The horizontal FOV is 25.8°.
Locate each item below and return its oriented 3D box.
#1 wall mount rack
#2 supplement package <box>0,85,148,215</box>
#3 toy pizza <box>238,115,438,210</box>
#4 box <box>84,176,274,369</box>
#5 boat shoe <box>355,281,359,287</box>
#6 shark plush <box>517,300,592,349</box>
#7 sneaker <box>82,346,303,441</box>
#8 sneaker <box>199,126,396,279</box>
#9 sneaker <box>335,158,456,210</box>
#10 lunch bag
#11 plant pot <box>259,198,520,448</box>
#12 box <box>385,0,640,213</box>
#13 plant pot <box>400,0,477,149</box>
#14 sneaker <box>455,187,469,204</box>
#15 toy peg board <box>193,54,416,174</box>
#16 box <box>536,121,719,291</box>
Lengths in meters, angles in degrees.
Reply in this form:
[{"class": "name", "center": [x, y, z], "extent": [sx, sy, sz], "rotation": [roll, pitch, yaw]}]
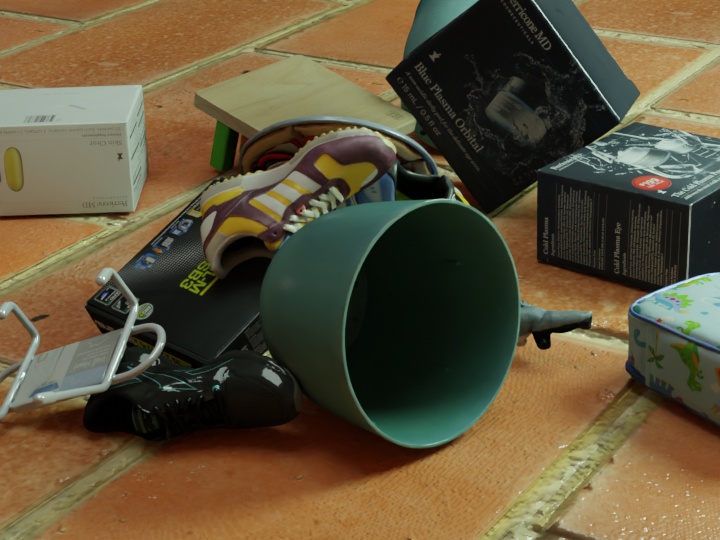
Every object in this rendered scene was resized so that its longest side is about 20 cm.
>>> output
[{"class": "wall mount rack", "center": [-0.267, 0.083, 1.311], "extent": [0.199, 0.075, 0.174], "rotation": [-17, 35, 26]}, {"class": "supplement package", "center": [-0.359, -0.142, 1.852], "extent": [0.198, 0.112, 0.156], "rotation": [-3, 23, 0]}, {"class": "toy pizza", "center": [-0.022, -0.089, 1.543], "extent": [0.198, 0.201, 0.032], "rotation": [2, 65, 8]}, {"class": "box", "center": [-0.131, 0.007, 1.482], "extent": [0.192, 0.048, 0.200], "rotation": [19, 56, 44]}, {"class": "boat shoe", "center": [0.000, 0.000, 1.544], "extent": [0.067, 0.072, 0.199], "rotation": [16, 29, 34]}, {"class": "shark plush", "center": [0.110, 0.034, 1.441], "extent": [0.199, 0.084, 0.091], "rotation": [16, 29, 36]}, {"class": "sneaker", "center": [-0.141, 0.114, 1.313], "extent": [0.198, 0.076, 0.079], "rotation": [0, 31, 27]}, {"class": "sneaker", "center": [-0.053, -0.055, 1.420], "extent": [0.199, 0.075, 0.091], "rotation": [-23, 54, 20]}, {"class": "sneaker", "center": [0.065, -0.038, 1.506], "extent": [0.089, 0.200, 0.079], "rotation": [-25, 45, 32]}, {"class": "lunch bag", "center": [0.340, 0.071, 1.340], "extent": [0.160, 0.083, 0.199], "rotation": [-19, 29, -32]}, {"class": "plant pot", "center": [0.009, 0.035, 1.323], "extent": [0.200, 0.202, 0.160], "rotation": [-21, 19, -38]}, {"class": "box", "center": [0.170, -0.207, 1.754], "extent": [0.199, 0.197, 0.117], "rotation": [-35, 7, 30]}, {"class": "plant pot", "center": [0.138, -0.250, 1.987], "extent": [0.198, 0.201, 0.188], "rotation": [6, 38, 18]}, {"class": "sneaker", "center": [0.031, -0.070, 1.658], "extent": [0.198, 0.071, 0.090], "rotation": [9, 16, -18]}, {"class": "toy peg board", "center": [-0.072, -0.160, 1.927], "extent": [0.198, 0.098, 0.199], "rotation": [31, 38, 27]}, {"class": "box", "center": [0.311, -0.068, 1.637], "extent": [0.181, 0.105, 0.199], "rotation": [15, 28, 37]}]
